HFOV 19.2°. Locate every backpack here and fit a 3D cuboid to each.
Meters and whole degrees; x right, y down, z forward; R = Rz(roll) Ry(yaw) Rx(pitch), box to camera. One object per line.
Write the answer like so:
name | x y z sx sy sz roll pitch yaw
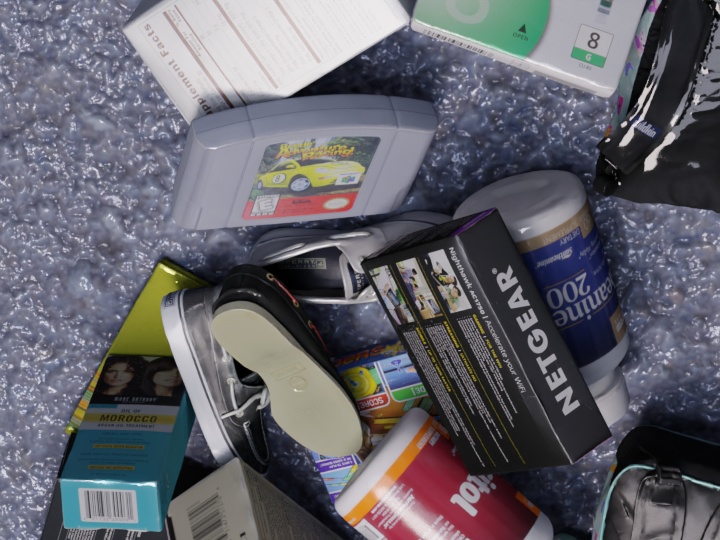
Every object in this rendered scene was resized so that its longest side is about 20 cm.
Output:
backpack | 0.262 -0.152 1.597 0.165 0.127 0.201 5 116 -4
backpack | 0.276 0.240 1.767 0.174 0.153 0.202 13 108 7

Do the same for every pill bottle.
pill bottle | 0.086 0.218 1.762 0.200 0.113 0.113 41 117 0
pill bottle | 0.153 0.030 1.713 0.110 0.111 0.201 -13 113 17

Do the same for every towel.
towel | -0.181 0.085 1.862 0.086 0.018 0.201 27 117 -9

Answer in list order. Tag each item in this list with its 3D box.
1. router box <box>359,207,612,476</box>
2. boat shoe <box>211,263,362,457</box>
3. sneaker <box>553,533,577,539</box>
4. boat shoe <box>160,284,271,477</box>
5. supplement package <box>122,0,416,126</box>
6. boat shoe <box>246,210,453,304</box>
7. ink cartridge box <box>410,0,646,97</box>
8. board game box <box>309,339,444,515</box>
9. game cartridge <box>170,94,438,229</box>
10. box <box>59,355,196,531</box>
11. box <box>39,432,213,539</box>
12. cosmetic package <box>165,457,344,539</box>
router box | 0.096 0.061 1.660 0.149 0.051 0.201 -15 105 59
boat shoe | -0.054 0.077 1.760 0.073 0.063 0.202 -18 128 25
sneaker | 0.116 0.299 1.834 0.198 0.140 0.078 -12 113 17
boat shoe | -0.105 0.097 1.816 0.068 0.074 0.201 -13 115 14
supplement package | -0.064 -0.209 1.637 0.199 0.117 0.118 -28 110 23
boat shoe | 0.000 0.000 1.755 0.198 0.065 0.074 -8 114 15
ink cartridge box | 0.141 -0.247 1.562 0.160 0.050 0.201 18 90 -2
board game box | 0.048 0.125 1.822 0.199 0.035 0.136 -15 111 18
game cartridge | -0.043 -0.086 1.664 0.198 0.041 0.133 -6 147 -19
box | -0.189 0.141 1.768 0.082 0.200 0.050 1 118 4
box | -0.222 0.261 1.908 0.140 0.079 0.201 18 119 -5
cosmetic package | -0.072 0.261 1.826 0.087 0.104 0.200 -34 132 14
